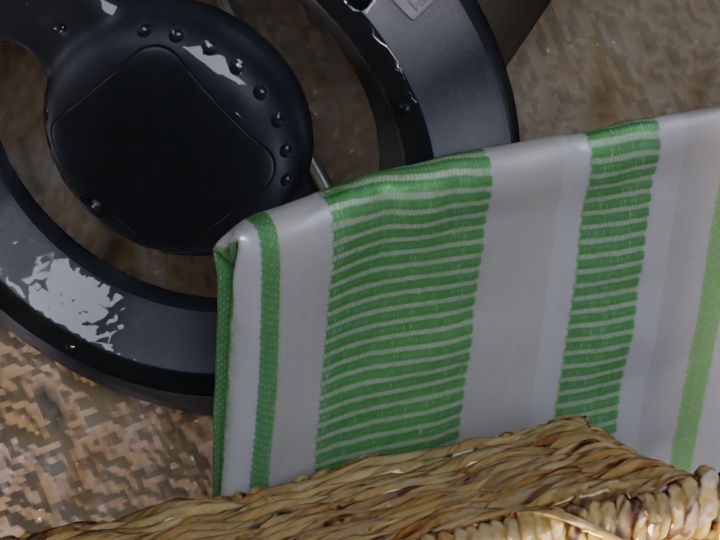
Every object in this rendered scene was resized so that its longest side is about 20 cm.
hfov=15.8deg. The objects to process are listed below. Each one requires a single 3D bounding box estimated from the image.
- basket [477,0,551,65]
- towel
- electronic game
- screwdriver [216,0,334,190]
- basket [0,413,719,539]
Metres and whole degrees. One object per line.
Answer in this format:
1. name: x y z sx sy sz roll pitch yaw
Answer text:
1. basket: 0.041 -0.166 0.772 0.136 0.180 0.200 31 89 8
2. towel: 0.054 0.027 0.742 0.200 0.023 0.153 -10 128 -17
3. electronic game: -0.052 -0.042 0.743 0.200 0.200 0.042 31 38 -2
4. screwdriver: 0.000 0.000 0.804 0.029 0.028 0.200 -33 91 -38
5. basket: -0.002 0.128 0.649 0.200 0.149 0.143 -11 95 -9
